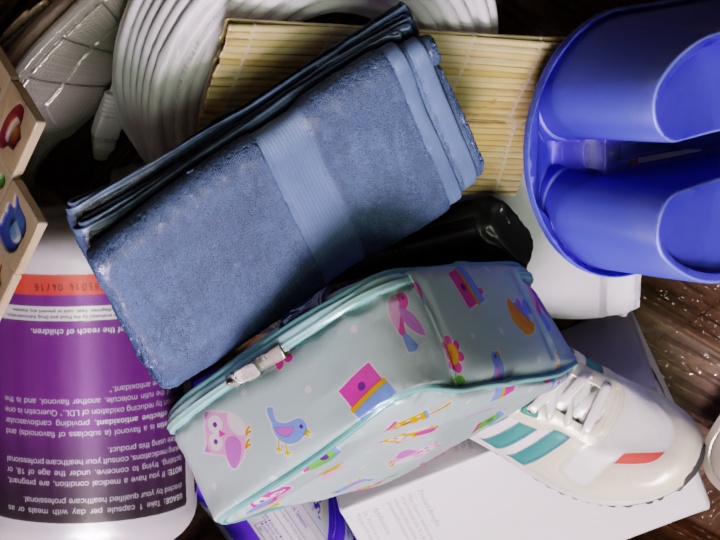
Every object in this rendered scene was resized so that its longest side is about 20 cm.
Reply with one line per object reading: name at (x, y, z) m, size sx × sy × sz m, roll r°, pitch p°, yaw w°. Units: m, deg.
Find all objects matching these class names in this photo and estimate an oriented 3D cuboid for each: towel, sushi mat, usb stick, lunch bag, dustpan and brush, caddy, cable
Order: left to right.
towel at (-0.039, -0.034, 1.245) m, size 0.200 × 0.049 × 0.112 m, roll -34°, pitch 131°, yaw -12°
cable at (-0.027, -0.110, 1.303) m, size 0.200 × 0.069 × 0.200 m, roll -5°, pitch 129°, yaw -24°
usb stick at (0.000, 0.000, 1.398) m, size 0.200 × 0.033 × 0.055 m, roll -14°, pitch 142°, yaw 32°
lunch bag at (0.002, 0.060, 1.299) m, size 0.160 × 0.077 × 0.200 m, roll -31°, pitch 166°, yaw 29°
sushi mat at (0.008, -0.079, 1.291) m, size 0.200 × 0.012 × 0.096 m, roll 0°, pitch 126°, yaw -30°
dustpan and brush at (0.052, -0.034, 1.419) m, size 0.200 × 0.057 × 0.140 m, roll -7°, pitch 117°, yaw -13°
caddy at (0.173, -0.069, 1.343) m, size 0.200 × 0.105 × 0.142 m, roll -13°, pitch 107°, yaw -36°

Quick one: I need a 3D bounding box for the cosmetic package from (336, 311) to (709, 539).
cosmetic package at (0.092, 0.114, 1.520) m, size 0.200 × 0.081 × 0.113 m, roll -21°, pitch 129°, yaw 5°

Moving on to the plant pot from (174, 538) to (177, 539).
plant pot at (-0.191, 0.228, 1.468) m, size 0.200 × 0.180 × 0.200 m, roll 15°, pitch 98°, yaw -22°

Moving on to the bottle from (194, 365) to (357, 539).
bottle at (-0.044, 0.145, 1.515) m, size 0.065 × 0.084 × 0.200 m, roll -25°, pitch 127°, yaw 9°

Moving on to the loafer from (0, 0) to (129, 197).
loafer at (-0.180, -0.088, 1.321) m, size 0.072 × 0.063 × 0.200 m, roll 9°, pitch 122°, yaw -55°

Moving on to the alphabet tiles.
alphabet tiles at (-0.214, -0.028, 1.300) m, size 0.008 × 0.167 × 0.200 m, roll 2°, pitch 131°, yaw -38°

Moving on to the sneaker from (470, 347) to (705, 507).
sneaker at (0.090, 0.067, 1.415) m, size 0.070 × 0.200 × 0.093 m, roll -62°, pitch 156°, yaw -11°

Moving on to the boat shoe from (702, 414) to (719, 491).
boat shoe at (0.279, 0.052, 1.531) m, size 0.200 × 0.073 × 0.063 m, roll -53°, pitch 162°, yaw 21°

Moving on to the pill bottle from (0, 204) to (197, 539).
pill bottle at (-0.140, 0.070, 1.315) m, size 0.112 × 0.112 × 0.200 m, roll -2°, pitch 99°, yaw -9°

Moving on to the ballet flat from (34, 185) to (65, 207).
ballet flat at (-0.198, 0.046, 1.422) m, size 0.069 × 0.063 × 0.200 m, roll 3°, pitch 128°, yaw -13°
